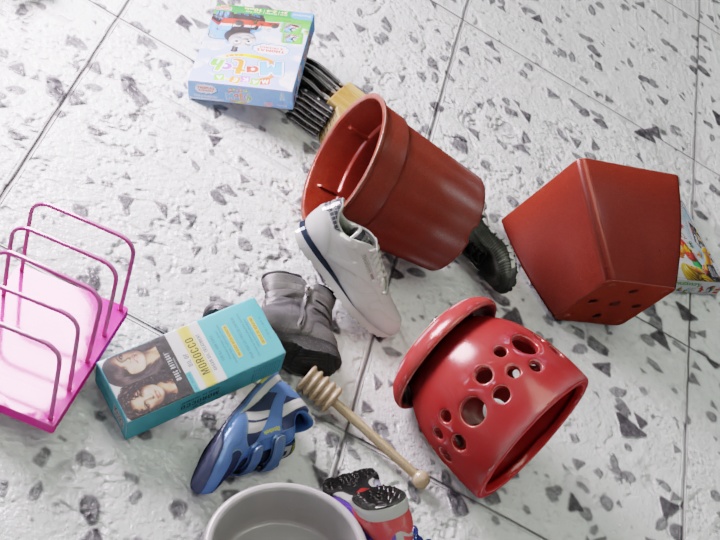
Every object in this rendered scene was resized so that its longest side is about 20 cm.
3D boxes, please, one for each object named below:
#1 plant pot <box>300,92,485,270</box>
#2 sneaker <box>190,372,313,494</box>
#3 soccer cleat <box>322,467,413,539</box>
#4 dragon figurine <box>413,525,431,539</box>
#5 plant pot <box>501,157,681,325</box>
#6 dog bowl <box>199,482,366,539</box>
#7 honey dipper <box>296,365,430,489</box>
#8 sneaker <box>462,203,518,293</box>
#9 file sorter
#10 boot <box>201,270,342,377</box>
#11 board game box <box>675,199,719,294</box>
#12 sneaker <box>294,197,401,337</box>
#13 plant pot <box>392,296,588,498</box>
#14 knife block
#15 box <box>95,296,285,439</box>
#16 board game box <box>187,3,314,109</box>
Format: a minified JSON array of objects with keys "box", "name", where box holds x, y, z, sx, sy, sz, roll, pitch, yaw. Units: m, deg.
[{"box":[0.052,-0.107,1.913,0.194,0.201,0.202,28,40,-24],"name":"plant pot"},{"box":[-0.119,0.193,1.582,0.082,0.074,0.200,41,41,1],"name":"sneaker"},{"box":[0.008,0.269,1.555,0.068,0.200,0.074,-17,98,-17],"name":"soccer cleat"},{"box":[0.033,0.364,1.498,0.059,0.099,0.201,42,35,-21],"name":"dragon figurine"},{"box":[0.354,-0.029,2.060,0.198,0.200,0.178,7,61,-31],"name":"plant pot"},{"box":[-0.080,0.308,1.462,0.198,0.059,0.201,6,43,-6],"name":"dog bowl"},{"box":[0.008,0.193,1.703,0.200,0.038,0.038,40,40,0],"name":"honey dipper"},{"box":[0.157,-0.045,2.017,0.090,0.067,0.201,2,47,-31],"name":"sneaker"},{"box":[-0.342,0.042,1.497,0.138,0.126,0.201,21,40,2],"name":"file sorter"},{"box":[-0.115,0.052,1.732,0.199,0.070,0.132,25,37,-32],"name":"boot"},{"box":[0.508,-0.052,2.301,0.125,0.035,0.201,4,50,-33],"name":"board game box"},{"box":[0.000,0.000,1.807,0.200,0.080,0.077,51,14,-20],"name":"sneaker"},{"box":[0.152,0.150,1.731,0.182,0.201,0.200,42,39,20],"name":"plant pot"},{"box":[-0.015,-0.231,2.064,0.199,0.064,0.177,6,50,-31],"name":"knife block"},{"box":[-0.191,0.107,1.572,0.199,0.049,0.083,-23,68,-23],"name":"box"},{"box":[-0.154,-0.310,2.016,0.150,0.037,0.201,6,44,4],"name":"board game box"}]
